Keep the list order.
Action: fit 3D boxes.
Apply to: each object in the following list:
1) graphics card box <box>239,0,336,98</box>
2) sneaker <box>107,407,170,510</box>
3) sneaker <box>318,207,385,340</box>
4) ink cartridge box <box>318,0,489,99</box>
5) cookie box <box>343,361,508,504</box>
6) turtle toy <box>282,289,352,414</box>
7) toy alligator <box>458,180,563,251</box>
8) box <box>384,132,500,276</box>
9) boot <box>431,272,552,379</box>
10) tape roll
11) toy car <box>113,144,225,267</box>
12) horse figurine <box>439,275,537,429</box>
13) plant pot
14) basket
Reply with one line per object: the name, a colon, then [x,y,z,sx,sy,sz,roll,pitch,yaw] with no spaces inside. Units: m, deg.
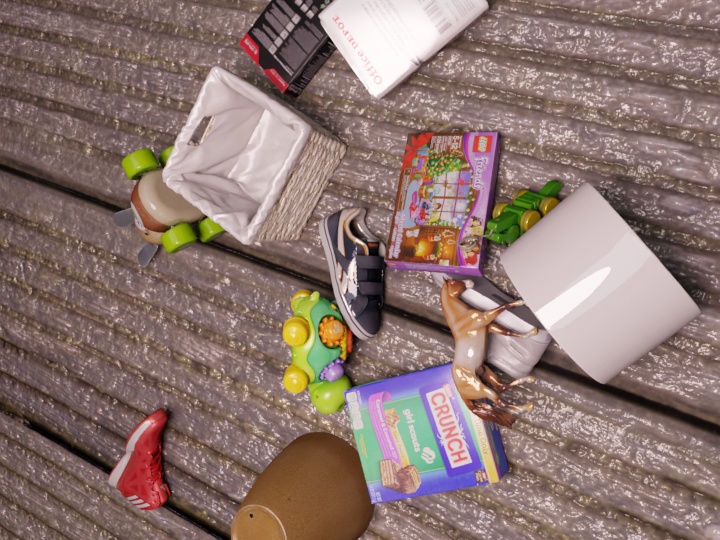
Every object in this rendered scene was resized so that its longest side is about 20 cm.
graphics card box: [-0.089,-0.395,0.996,0.200,0.051,0.126,-47,74,18]
sneaker: [-0.371,0.350,1.131,0.115,0.078,0.201,38,117,10]
sneaker: [0.000,0.000,0.948,0.079,0.078,0.203,-23,80,28]
ink cartridge box: [0.062,-0.366,0.889,0.199,0.084,0.146,-35,98,20]
cookie box: [0.094,0.232,0.912,0.197,0.075,0.174,-19,82,22]
turtle toy: [-0.061,0.127,0.956,0.099,0.146,0.203,1,110,1]
toy alligator: [0.204,-0.057,0.830,0.059,0.199,0.055,25,140,48]
box: [0.118,-0.098,0.883,0.135,0.039,0.203,4,74,23]
boot: [0.167,0.071,0.881,0.199,0.073,0.097,37,119,30]
tape roll: [0.285,0.014,0.755,0.139,0.202,0.204,-42,75,18]
toy car: [-0.357,-0.092,1.077,0.199,0.157,0.166,-29,90,33]
horse figurine: [0.164,0.111,0.818,0.130,0.050,0.204,1,95,26]
plant pot: [-0.101,0.362,0.934,0.183,0.199,0.190,0,91,25]
basket: [-0.162,-0.172,0.973,0.199,0.160,0.200,35,104,18]
